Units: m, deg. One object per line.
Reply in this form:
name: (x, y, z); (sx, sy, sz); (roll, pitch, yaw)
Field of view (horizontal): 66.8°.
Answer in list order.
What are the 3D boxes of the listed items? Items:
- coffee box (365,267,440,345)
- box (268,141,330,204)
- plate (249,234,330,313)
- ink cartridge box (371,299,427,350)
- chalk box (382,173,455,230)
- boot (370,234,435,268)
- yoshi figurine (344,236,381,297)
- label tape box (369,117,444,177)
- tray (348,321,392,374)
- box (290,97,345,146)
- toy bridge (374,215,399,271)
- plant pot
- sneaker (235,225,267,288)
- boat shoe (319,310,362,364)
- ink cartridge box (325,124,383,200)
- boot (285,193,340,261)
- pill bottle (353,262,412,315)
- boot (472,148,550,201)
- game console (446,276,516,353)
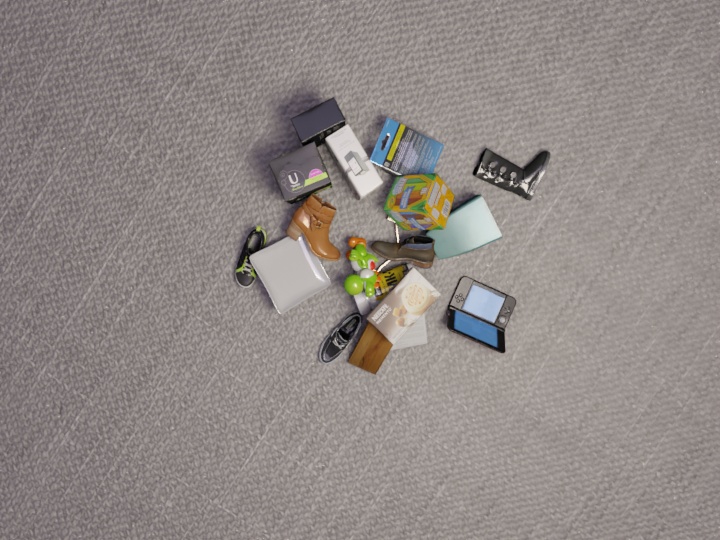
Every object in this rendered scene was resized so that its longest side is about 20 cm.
coffee box: (0.121, 0.102, 1.577); (0.114, 0.080, 0.200); (44, 89, -1)
box: (-0.173, -0.283, 1.619); (0.147, 0.200, 0.125); (-23, 94, 0)
plate: (-0.218, 0.003, 1.692); (0.199, 0.032, 0.201); (-30, 94, -26)
ink cartridge box: (0.120, 0.153, 1.689); (0.158, 0.047, 0.202); (-10, 122, 0)
chalk box: (0.158, -0.203, 1.637); (0.124, 0.199, 0.126); (39, 64, -42)
boot: (0.133, -0.078, 1.653); (0.198, 0.075, 0.097); (14, 134, 5)
yoshi figurine: (-0.014, -0.002, 1.641); (0.112, 0.201, 0.112); (-36, 135, 22)
label tape box: (0.137, -0.358, 1.675); (0.199, 0.063, 0.145); (23, 93, -12)
tray: (0.041, 0.233, 1.688); (0.098, 0.037, 0.201); (24, 128, -2)
box: (-0.122, -0.425, 1.610); (0.140, 0.200, 0.079); (-29, 94, 0)
toy bridge: (0.082, -0.071, 1.725); (0.067, 0.027, 0.202); (21, 92, -4)
plant pot: (0.307, -0.122, 1.674); (0.199, 0.141, 0.142); (-28, 94, 8)
sneaker: (-0.346, -0.043, 1.689); (0.071, 0.083, 0.202); (15, 93, -2)
boat shoe: (-0.062, 0.216, 1.720); (0.072, 0.068, 0.200); (41, 92, -3)
ink cartridge box: (-0.021, -0.321, 1.647); (0.084, 0.146, 0.201); (-32, 94, 0)
boot: (-0.112, -0.127, 1.658); (0.199, 0.074, 0.155); (30, 115, -19)
pill bottle: (0.080, 0.061, 1.691); (0.198, 0.114, 0.115); (-20, 94, 0)
boot: (0.471, -0.331, 1.703); (0.199, 0.066, 0.166); (24, 91, 2)
game console: (0.382, 0.134, 1.701); (0.199, 0.119, 0.174); (24, 93, -3)
